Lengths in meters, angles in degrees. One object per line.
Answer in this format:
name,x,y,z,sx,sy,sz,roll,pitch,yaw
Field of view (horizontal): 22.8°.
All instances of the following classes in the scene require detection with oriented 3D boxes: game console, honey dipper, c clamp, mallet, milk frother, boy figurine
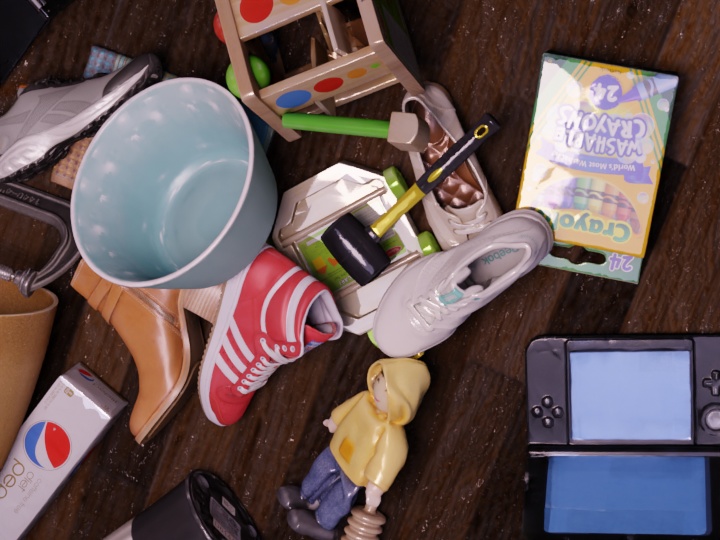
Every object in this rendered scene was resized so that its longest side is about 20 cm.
game console,0.248,0.154,1.644,0.198,0.116,0.177,-1,100,10
honey dipper,0.027,0.186,1.732,0.038,0.038,0.201,21,99,6
c clamp,-0.367,-0.026,1.715,0.199,0.171,0.027,15,139,6
mallet,0.043,-0.077,1.636,0.066,0.041,0.200,41,106,4
milk frother,-0.188,0.326,1.710,0.188,0.200,0.181,-36,96,14
boy figurine,0.001,0.167,1.691,0.064,0.125,0.200,17,120,-33

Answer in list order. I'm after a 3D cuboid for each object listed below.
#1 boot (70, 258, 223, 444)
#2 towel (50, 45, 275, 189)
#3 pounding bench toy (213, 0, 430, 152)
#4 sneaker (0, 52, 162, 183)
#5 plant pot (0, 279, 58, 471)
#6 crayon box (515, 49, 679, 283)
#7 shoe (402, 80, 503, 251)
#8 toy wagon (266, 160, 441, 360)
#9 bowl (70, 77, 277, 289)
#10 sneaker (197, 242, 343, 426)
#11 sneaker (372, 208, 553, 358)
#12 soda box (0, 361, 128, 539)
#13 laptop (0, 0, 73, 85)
boot,-0.219,0.053,1.738,0.154,0.074,0.201,28,97,7
towel,-0.190,-0.116,1.726,0.199,0.022,0.148,22,102,8
pounding bench toy,-0.036,-0.175,1.598,0.155,0.124,0.201,-21,70,13
sneaker,-0.278,-0.157,1.692,0.199,0.074,0.080,-28,86,14
plant pot,-0.393,0.115,1.703,0.185,0.186,0.201,10,100,8
crayon box,0.213,-0.092,1.641,0.125,0.052,0.201,10,102,8
shoe,0.084,-0.078,1.665,0.070,0.053,0.201,-21,95,13
toy wagon,0.000,0.000,1.702,0.155,0.040,0.201,-27,94,14
bowl,-0.154,-0.064,1.631,0.200,0.105,0.202,-13,64,28
sneaker,-0.084,0.080,1.685,0.112,0.071,0.201,28,122,25
sneaker,0.083,0.017,1.622,0.200,0.089,0.075,-38,95,21
soda box,-0.320,0.191,1.779,0.068,0.064,0.200,39,105,1
laptop,-0.344,-0.313,1.725,0.200,0.116,0.187,-42,91,-15
